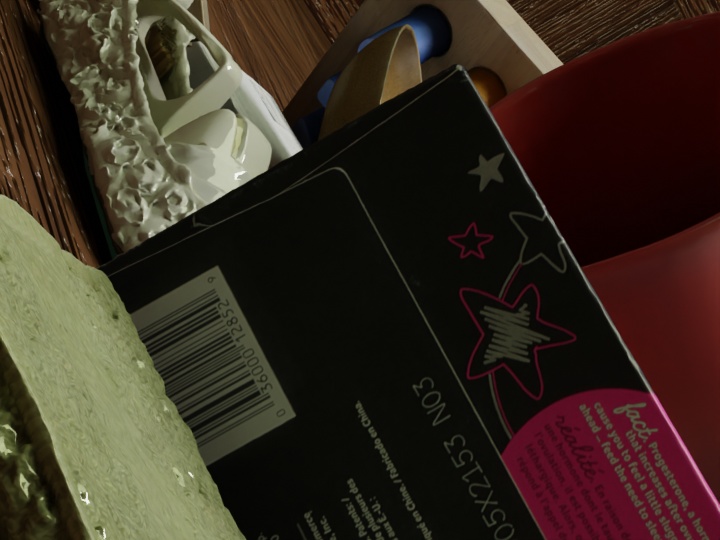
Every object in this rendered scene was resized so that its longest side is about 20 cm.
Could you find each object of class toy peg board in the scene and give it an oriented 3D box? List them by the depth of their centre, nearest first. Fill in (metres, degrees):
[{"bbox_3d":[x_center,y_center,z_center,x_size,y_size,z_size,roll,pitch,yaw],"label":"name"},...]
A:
[{"bbox_3d":[0.028,-0.028,1.090,0.199,0.200,0.098,49,46,8],"label":"toy peg board"}]

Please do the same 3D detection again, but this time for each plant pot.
[{"bbox_3d":[0.132,0.023,0.832,0.201,0.200,0.178,-109,174,-67],"label":"plant pot"},{"bbox_3d":[0.000,0.000,0.868,0.200,0.027,0.201,4,90,-82],"label":"plant pot"}]

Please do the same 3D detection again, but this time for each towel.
[{"bbox_3d":[-0.051,0.062,0.437,0.200,0.036,0.148,60,4,16],"label":"towel"}]

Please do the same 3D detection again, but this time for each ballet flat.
[{"bbox_3d":[-0.069,-0.049,0.762,0.072,0.072,0.200,54,8,-46],"label":"ballet flat"}]

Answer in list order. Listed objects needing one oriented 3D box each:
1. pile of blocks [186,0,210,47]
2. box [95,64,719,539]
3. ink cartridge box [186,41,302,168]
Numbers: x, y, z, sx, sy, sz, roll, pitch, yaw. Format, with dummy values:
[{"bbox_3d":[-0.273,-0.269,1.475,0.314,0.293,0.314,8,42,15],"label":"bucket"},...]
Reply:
[{"bbox_3d":[-0.119,-0.173,0.881,0.200,0.082,0.062,59,5,2],"label":"pile of blocks"},{"bbox_3d":[0.025,0.073,0.578,0.200,0.132,0.115,61,1,16],"label":"box"},{"bbox_3d":[-0.049,-0.035,0.973,0.109,0.050,0.200,60,4,5],"label":"ink cartridge box"}]
